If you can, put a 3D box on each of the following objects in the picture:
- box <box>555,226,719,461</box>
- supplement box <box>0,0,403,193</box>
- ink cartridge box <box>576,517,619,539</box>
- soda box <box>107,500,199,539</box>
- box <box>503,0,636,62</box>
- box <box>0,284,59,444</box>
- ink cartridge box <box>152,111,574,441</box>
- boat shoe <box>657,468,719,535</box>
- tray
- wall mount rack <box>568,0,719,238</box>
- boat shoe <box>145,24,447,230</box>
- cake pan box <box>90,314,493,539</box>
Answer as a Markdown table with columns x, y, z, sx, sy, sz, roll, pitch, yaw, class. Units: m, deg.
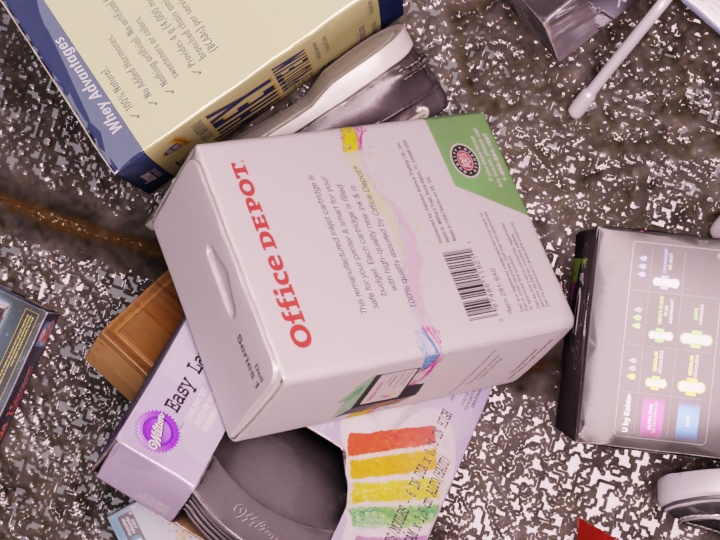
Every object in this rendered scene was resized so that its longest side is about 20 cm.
| x | y | z | sx | sy | sz | roll | pitch | yaw | class |
| --- | --- | --- | --- | --- | --- | --- | --- | --- | --- |
| 0.220 | 0.047 | 1.090 | 0.198 | 0.149 | 0.126 | 6 | 89 | 2 | box |
| -0.108 | -0.187 | 1.119 | 0.199 | 0.134 | 0.201 | -34 | 87 | 0 | supplement box |
| 0.103 | 0.245 | 1.078 | 0.050 | 0.162 | 0.202 | 7 | 87 | -2 | ink cartridge box |
| -0.076 | 0.220 | 1.135 | 0.068 | 0.064 | 0.202 | -26 | 86 | 1 | soda box |
| 0.117 | -0.245 | 1.119 | 0.157 | 0.050 | 0.201 | -37 | 61 | 0 | box |
| -0.289 | 0.088 | 1.161 | 0.135 | 0.038 | 0.202 | 25 | 89 | 3 | box |
| 0.000 | 0.000 | 1.070 | 0.198 | 0.084 | 0.146 | -9 | 66 | -32 | ink cartridge box |
| 0.272 | 0.162 | 1.121 | 0.197 | 0.074 | 0.069 | 11 | 73 | -7 | boat shoe |
| -0.057 | 0.084 | 1.128 | 0.200 | 0.037 | 0.099 | 42 | 49 | 4 | tray |
| 0.229 | -0.128 | 1.140 | 0.200 | 0.075 | 0.174 | 40 | 86 | 4 | wall mount rack |
| -0.039 | -0.069 | 1.146 | 0.199 | 0.074 | 0.061 | -35 | 105 | 5 | boat shoe |
| -0.033 | 0.087 | 1.084 | 0.183 | 0.052 | 0.201 | 32 | 50 | -3 | cake pan box |
